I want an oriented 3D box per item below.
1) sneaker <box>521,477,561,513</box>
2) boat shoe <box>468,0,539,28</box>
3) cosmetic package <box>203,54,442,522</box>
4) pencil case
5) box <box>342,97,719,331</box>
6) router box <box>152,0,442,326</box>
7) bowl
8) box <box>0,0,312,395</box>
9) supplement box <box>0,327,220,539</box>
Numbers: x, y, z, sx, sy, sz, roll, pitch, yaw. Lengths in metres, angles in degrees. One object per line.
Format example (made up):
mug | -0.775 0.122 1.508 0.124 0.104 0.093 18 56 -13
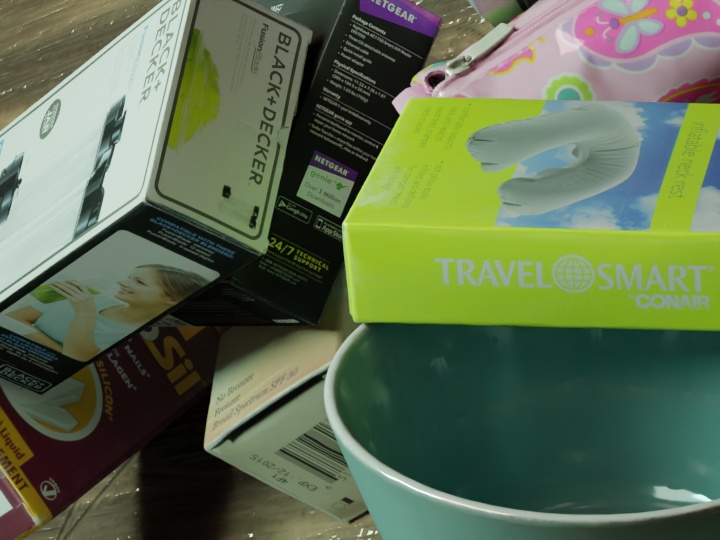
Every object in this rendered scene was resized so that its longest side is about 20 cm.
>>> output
sneaker | 0.078 0.054 1.210 0.093 0.070 0.200 -11 47 26
boat shoe | 0.077 -0.139 1.265 0.070 0.200 0.071 -40 54 7
cosmetic package | 0.000 0.000 1.332 0.103 0.087 0.200 -36 35 40
pencil case | 0.115 -0.097 1.216 0.200 0.087 0.087 -33 33 2
box | 0.104 -0.022 1.103 0.200 0.048 0.122 2 27 13
router box | -0.052 -0.050 1.310 0.200 0.051 0.149 -1 64 64
bowl | 0.089 0.083 1.062 0.201 0.201 0.105 -131 33 -59
box | -0.106 -0.034 1.261 0.200 0.060 0.117 -29 42 51
supplement box | -0.160 0.056 1.400 0.086 0.110 0.200 -32 4 33
